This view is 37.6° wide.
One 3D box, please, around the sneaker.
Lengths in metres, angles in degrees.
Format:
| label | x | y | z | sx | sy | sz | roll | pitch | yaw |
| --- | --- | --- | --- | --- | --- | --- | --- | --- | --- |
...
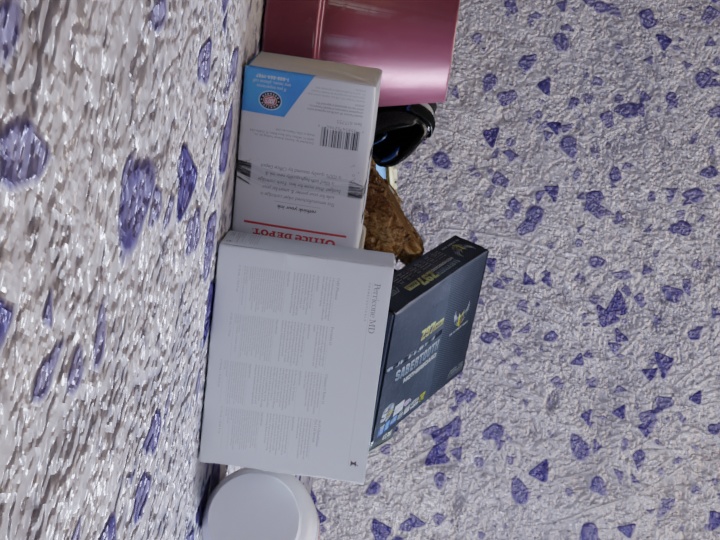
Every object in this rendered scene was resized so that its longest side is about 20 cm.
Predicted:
| label | x | y | z | sx | sy | sz | roll | pitch | yaw |
| --- | --- | --- | --- | --- | --- | --- | --- | --- | --- |
| sneaker | -0.005 | -0.160 | 1.255 | 0.073 | 0.198 | 0.113 | 54 | 30 | -31 |

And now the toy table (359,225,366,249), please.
| label | x | y | z | sx | sy | sz | roll | pitch | yaw |
| --- | --- | --- | --- | --- | --- | --- | --- | --- | --- |
| toy table | -0.064 | 0.034 | 1.048 | 0.184 | 0.115 | 0.203 | -78 | 176 | -66 |

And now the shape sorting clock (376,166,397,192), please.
| label | x | y | z | sx | sy | sz | roll | pitch | yaw |
| --- | --- | --- | --- | --- | --- | --- | --- | --- | --- |
| shape sorting clock | 0.028 | -0.185 | 1.436 | 0.200 | 0.039 | 0.204 | 173 | -90 | -84 |

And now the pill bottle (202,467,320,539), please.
| label | x | y | z | sx | sy | sz | roll | pitch | yaw |
| --- | --- | --- | --- | --- | --- | --- | --- | --- | --- |
| pill bottle | -0.096 | 0.252 | 1.037 | 0.200 | 0.110 | 0.114 | 90 | 8 | -73 |

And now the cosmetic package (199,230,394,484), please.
| label | x | y | z | sx | sy | sz | roll | pitch | yaw |
| --- | --- | --- | --- | --- | --- | --- | --- | --- | --- |
| cosmetic package | -0.056 | 0.077 | 0.923 | 0.052 | 0.148 | 0.203 | -75 | 173 | -74 |

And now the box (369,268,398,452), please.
| label | x | y | z | sx | sy | sz | roll | pitch | yaw |
| --- | --- | --- | --- | --- | --- | --- | --- | --- | --- |
| box | -0.024 | 0.086 | 1.219 | 0.086 | 0.163 | 0.203 | -18 | 130 | -52 |

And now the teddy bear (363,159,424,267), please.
| label | x | y | z | sx | sy | sz | roll | pitch | yaw |
| --- | --- | --- | --- | --- | --- | --- | --- | --- | --- |
| teddy bear | 0.009 | -0.065 | 1.147 | 0.145 | 0.066 | 0.201 | 47 | 13 | -40 |

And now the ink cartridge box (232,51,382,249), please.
| label | x | y | z | sx | sy | sz | roll | pitch | yaw |
| --- | --- | --- | --- | --- | --- | --- | --- | --- | --- |
| ink cartridge box | -0.050 | -0.082 | 0.943 | 0.068 | 0.114 | 0.203 | -74 | 173 | -67 |

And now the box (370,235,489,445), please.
| label | x | y | z | sx | sy | sz | roll | pitch | yaw |
| --- | --- | --- | --- | --- | --- | --- | --- | --- | --- |
| box | 0.057 | 0.069 | 1.106 | 0.199 | 0.051 | 0.160 | -30 | 136 | -51 |

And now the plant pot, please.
| label | x | y | z | sx | sy | sz | roll | pitch | yaw |
| --- | --- | --- | --- | --- | --- | --- | --- | --- | --- |
| plant pot | 0.005 | -0.242 | 1.037 | 0.200 | 0.176 | 0.203 | 8 | 90 | -87 |
